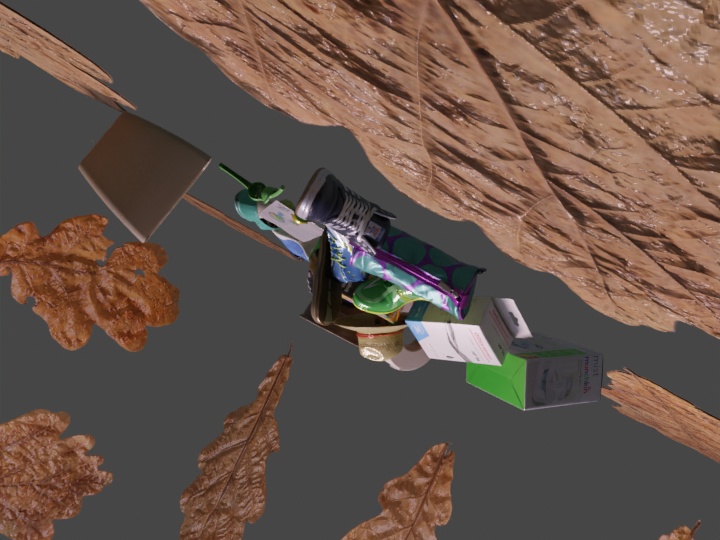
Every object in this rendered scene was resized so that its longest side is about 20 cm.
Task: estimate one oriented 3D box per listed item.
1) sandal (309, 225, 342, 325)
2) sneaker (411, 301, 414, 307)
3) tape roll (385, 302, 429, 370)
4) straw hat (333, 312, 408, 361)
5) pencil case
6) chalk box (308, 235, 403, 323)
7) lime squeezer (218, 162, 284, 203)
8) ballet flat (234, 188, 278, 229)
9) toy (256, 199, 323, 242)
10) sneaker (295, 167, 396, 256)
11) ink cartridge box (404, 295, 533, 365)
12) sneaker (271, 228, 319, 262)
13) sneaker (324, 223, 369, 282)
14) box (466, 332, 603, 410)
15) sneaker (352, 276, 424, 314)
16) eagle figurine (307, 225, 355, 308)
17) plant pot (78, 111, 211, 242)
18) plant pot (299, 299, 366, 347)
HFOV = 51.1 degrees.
[{"bbox_3d":[-0.060,-0.001,1.323,0.054,0.202,0.080,-5,155,40],"label":"sandal"},{"bbox_3d":[0.161,0.064,1.475,0.107,0.068,0.202,26,164,15],"label":"sneaker"},{"bbox_3d":[0.120,0.132,1.752,0.037,0.204,0.202,19,171,47],"label":"tape roll"},{"bbox_3d":[0.042,0.142,1.563,0.199,0.086,0.201,-3,-174,0],"label":"straw hat"},{"bbox_3d":[0.083,-0.006,1.135,0.199,0.086,0.092,26,-168,11],"label":"pencil case"},{"bbox_3d":[0.000,0.000,1.453,0.199,0.126,0.124,27,176,14],"label":"chalk box"},{"bbox_3d":[-0.183,-0.155,1.394,0.199,0.038,0.071,24,144,43],"label":"lime squeezer"},{"bbox_3d":[-0.213,-0.134,1.649,0.070,0.068,0.200,1,171,10],"label":"ballet flat"},{"bbox_3d":[-0.128,-0.107,1.472,0.115,0.047,0.200,32,171,-14],"label":"toy"},{"bbox_3d":[-0.015,-0.074,0.999,0.108,0.070,0.200,31,-177,8],"label":"sneaker"},{"bbox_3d":[0.194,0.106,1.350,0.199,0.068,0.116,0,138,40],"label":"ink cartridge box"},{"bbox_3d":[-0.116,-0.055,1.782,0.199,0.077,0.111,30,171,22],"label":"sneaker"},{"bbox_3d":[-0.019,-0.036,1.253,0.075,0.106,0.200,23,175,36],"label":"sneaker"},{"bbox_3d":[0.325,0.187,1.428,0.175,0.098,0.200,-2,-172,-22],"label":"box"},{"bbox_3d":[0.080,0.020,1.272,0.198,0.075,0.084,-10,149,11],"label":"sneaker"},{"bbox_3d":[-0.008,0.006,1.598,0.198,0.152,0.152,17,-169,-3],"label":"eagle figurine"},{"bbox_3d":[-0.418,-0.188,1.439,0.177,0.200,0.200,40,173,-13],"label":"plant pot"},{"bbox_3d":[-0.010,0.064,1.764,0.199,0.199,0.200,27,175,2],"label":"plant pot"}]
